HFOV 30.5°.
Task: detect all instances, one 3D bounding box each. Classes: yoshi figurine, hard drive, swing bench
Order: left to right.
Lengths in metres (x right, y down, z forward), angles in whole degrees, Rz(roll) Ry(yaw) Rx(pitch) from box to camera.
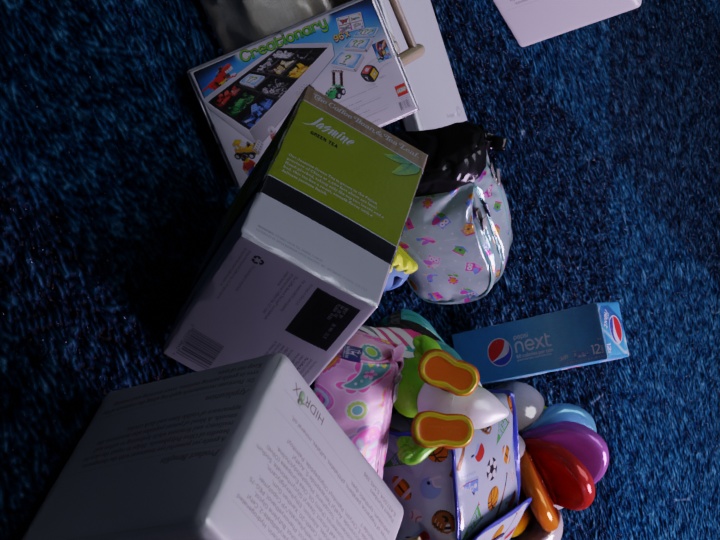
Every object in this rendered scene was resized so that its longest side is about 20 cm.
[{"bbox_3d":[-0.056,-0.273,1.388,0.200,0.129,0.199,-45,115,-53],"label":"swing bench"},{"bbox_3d":[0.069,-0.275,1.667,0.132,0.026,0.201,-23,96,-57],"label":"hard drive"},{"bbox_3d":[0.066,0.122,1.272,0.112,0.112,0.200,56,1,7],"label":"yoshi figurine"}]

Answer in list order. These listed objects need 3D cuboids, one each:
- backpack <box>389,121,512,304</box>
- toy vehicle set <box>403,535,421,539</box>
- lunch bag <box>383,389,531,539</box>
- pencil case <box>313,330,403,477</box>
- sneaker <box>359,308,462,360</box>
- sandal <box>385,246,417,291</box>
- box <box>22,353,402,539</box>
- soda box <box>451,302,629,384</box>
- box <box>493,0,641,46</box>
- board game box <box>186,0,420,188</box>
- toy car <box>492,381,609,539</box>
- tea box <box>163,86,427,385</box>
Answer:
[{"bbox_3d":[0.096,-0.062,1.526,0.127,0.166,0.200,-60,138,-40],"label":"backpack"},{"bbox_3d":[0.072,0.376,1.294,0.124,0.026,0.200,-39,108,-74],"label":"toy vehicle set"},{"bbox_3d":[0.102,0.244,1.431,0.170,0.124,0.201,-19,108,-57],"label":"lunch bag"},{"bbox_3d":[-0.008,0.155,1.263,0.087,0.087,0.201,-18,120,-57],"label":"pencil case"},{"bbox_3d":[0.017,0.082,1.404,0.200,0.121,0.084,18,103,-17],"label":"sneaker"},{"bbox_3d":[0.000,0.000,1.419,0.079,0.087,0.200,43,13,12],"label":"sandal"},{"bbox_3d":[-0.111,0.205,1.039,0.200,0.199,0.172,55,39,-27],"label":"box"},{"bbox_3d":[0.213,0.089,1.575,0.064,0.200,0.068,0,77,-56],"label":"soda box"},{"bbox_3d":[0.298,-0.471,1.924,0.171,0.199,0.200,52,39,-31],"label":"box"},{"bbox_3d":[-0.056,-0.178,1.308,0.035,0.200,0.127,-130,-163,-78],"label":"board game box"},{"bbox_3d":[0.221,0.232,1.575,0.175,0.150,0.200,61,36,-20],"label":"toy car"},{"bbox_3d":[-0.058,-0.016,1.188,0.133,0.200,0.197,29,47,-10],"label":"tea box"}]
